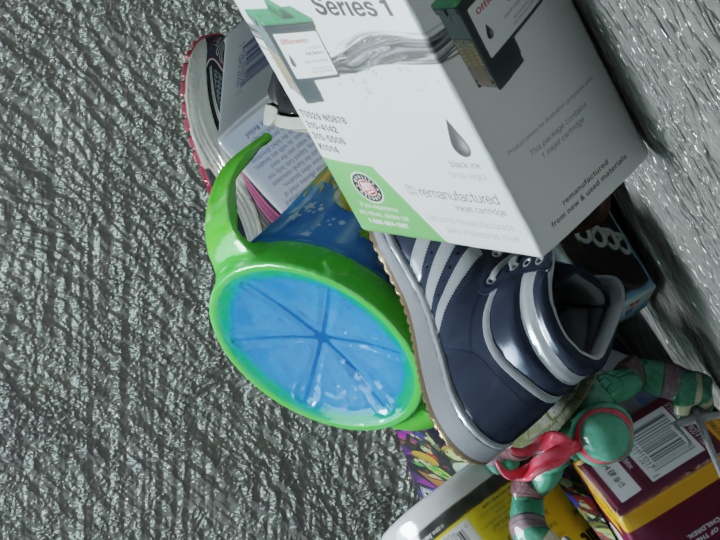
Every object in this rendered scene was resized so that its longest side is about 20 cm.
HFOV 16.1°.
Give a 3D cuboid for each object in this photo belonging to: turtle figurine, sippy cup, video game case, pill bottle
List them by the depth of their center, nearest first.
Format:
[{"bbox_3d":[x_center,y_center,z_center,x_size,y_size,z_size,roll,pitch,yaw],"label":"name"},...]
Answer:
[{"bbox_3d":[0.123,0.088,1.408,0.101,0.150,0.200,55,174,-18],"label":"turtle figurine"},{"bbox_3d":[0.000,0.000,1.469,0.139,0.130,0.178,7,138,28],"label":"sippy cup"},{"bbox_3d":[0.112,0.209,1.539,0.200,0.111,0.111,53,178,8],"label":"pill bottle"},{"bbox_3d":[0.123,0.140,1.664,0.200,0.036,0.181,20,159,17],"label":"video game case"}]

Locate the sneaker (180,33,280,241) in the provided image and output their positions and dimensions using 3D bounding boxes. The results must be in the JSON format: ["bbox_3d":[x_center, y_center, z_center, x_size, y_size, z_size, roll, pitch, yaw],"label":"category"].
[{"bbox_3d":[-0.071,-0.070,1.748,0.081,0.075,0.200,62,-171,-76],"label":"sneaker"}]

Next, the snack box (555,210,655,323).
[{"bbox_3d":[0.100,-0.062,1.446,0.200,0.037,0.116,59,180,7],"label":"snack box"}]

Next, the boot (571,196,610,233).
[{"bbox_3d":[0.071,-0.113,1.322,0.200,0.075,0.097,51,-153,-29],"label":"boot"}]

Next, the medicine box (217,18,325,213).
[{"bbox_3d":[0.007,-0.081,1.682,0.200,0.103,0.182,47,-164,-21],"label":"medicine box"}]

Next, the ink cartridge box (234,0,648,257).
[{"bbox_3d":[0.022,-0.115,1.171,0.146,0.084,0.200,9,136,54],"label":"ink cartridge box"}]

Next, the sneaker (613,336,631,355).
[{"bbox_3d":[0.150,0.054,1.725,0.077,0.076,0.200,18,150,45],"label":"sneaker"}]

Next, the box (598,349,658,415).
[{"bbox_3d":[0.123,0.089,1.648,0.156,0.041,0.200,22,162,11],"label":"box"}]

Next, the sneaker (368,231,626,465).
[{"bbox_3d":[0.072,-0.007,1.355,0.070,0.108,0.200,19,-136,-43],"label":"sneaker"}]

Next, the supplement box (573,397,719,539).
[{"bbox_3d":[0.216,0.183,1.508,0.200,0.086,0.110,59,178,-19],"label":"supplement box"}]

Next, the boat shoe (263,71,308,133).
[{"bbox_3d":[-0.012,-0.105,1.425,0.200,0.074,0.060,-153,68,-80],"label":"boat shoe"}]
